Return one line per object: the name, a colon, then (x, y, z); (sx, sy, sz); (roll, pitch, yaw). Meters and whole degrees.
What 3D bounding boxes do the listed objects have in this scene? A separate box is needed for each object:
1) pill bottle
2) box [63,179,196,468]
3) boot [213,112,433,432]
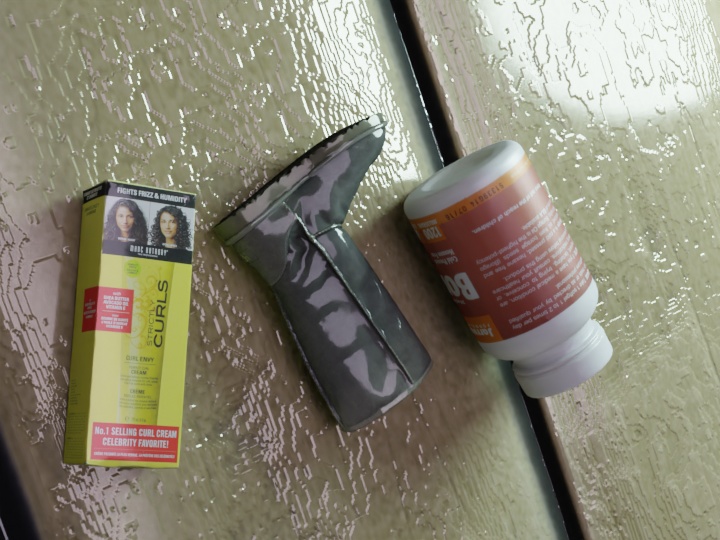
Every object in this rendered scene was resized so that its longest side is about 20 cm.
pill bottle: (0.129, 0.002, 1.020); (0.112, 0.112, 0.200); (-36, 102, -29)
box: (-0.166, 0.040, 0.873); (0.075, 0.050, 0.201); (9, 79, -31)
boot: (0.000, 0.000, 0.967); (0.182, 0.073, 0.200); (-40, 98, -14)
